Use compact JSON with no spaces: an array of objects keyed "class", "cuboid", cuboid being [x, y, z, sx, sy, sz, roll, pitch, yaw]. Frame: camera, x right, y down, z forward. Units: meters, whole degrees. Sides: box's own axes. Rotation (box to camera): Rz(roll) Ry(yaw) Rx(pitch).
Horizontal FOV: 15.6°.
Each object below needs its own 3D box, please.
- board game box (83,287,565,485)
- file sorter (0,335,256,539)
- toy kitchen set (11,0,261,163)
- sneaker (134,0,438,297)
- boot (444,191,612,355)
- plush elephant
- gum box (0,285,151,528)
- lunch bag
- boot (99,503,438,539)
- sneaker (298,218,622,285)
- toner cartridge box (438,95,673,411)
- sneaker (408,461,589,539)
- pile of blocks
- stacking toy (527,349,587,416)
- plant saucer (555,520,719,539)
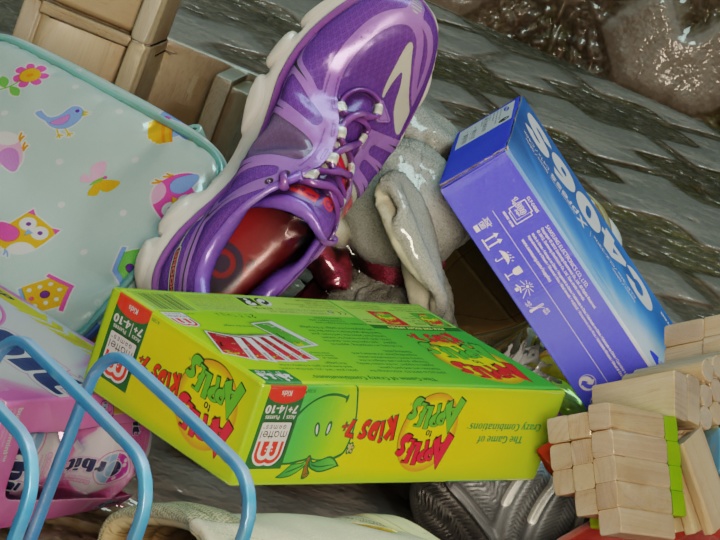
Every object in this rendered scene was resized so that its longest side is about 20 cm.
[{"class":"board game box","cuboid":[-0.013,0.052,1.167,0.200,0.048,0.101,4,21,-48]},{"class":"file sorter","cuboid":[-0.157,0.091,0.930,0.200,0.123,0.139,12,17,-38]},{"class":"toy kitchen set","cuboid":[-0.137,-0.076,1.447,0.163,0.201,0.180,22,13,4]},{"class":"sneaker","cuboid":[-0.020,-0.044,1.231,0.081,0.200,0.083,37,-9,-25]},{"class":"boot","cuboid":[0.080,0.017,1.494,0.155,0.200,0.072,4,56,-60]},{"class":"plush elephant","cuboid":[0.000,0.000,1.352,0.199,0.155,0.165,-2,13,9]},{"class":"gum box","cuboid":[-0.194,0.043,1.176,0.200,0.066,0.113,30,17,28]},{"class":"lunch bag","cuboid":[-0.159,-0.027,1.317,0.200,0.160,0.077,30,-28,28]},{"class":"boot","cuboid":[0.002,0.143,1.045,0.154,0.072,0.200,11,8,-41]},{"class":"sneaker","cuboid":[0.044,-0.021,1.615,0.199,0.081,0.146,-6,-21,26]},{"class":"toner cartridge box","cuboid":[0.115,0.014,1.340,0.200,0.043,0.095,56,19,-12]},{"class":"sneaker","cuboid":[0.099,0.133,1.311,0.200,0.075,0.115,29,6,-18]},{"class":"pile of blocks","cuboid":[0.140,0.080,1.242,0.062,0.082,0.200,-13,9,37]},{"class":"stacking toy","cuboid":[0.100,0.093,1.423,0.116,0.110,0.200,47,35,22]},{"class":"plant saucer","cuboid":[0.164,0.177,1.166,0.200,0.037,0.199,-23,42,-40]}]
